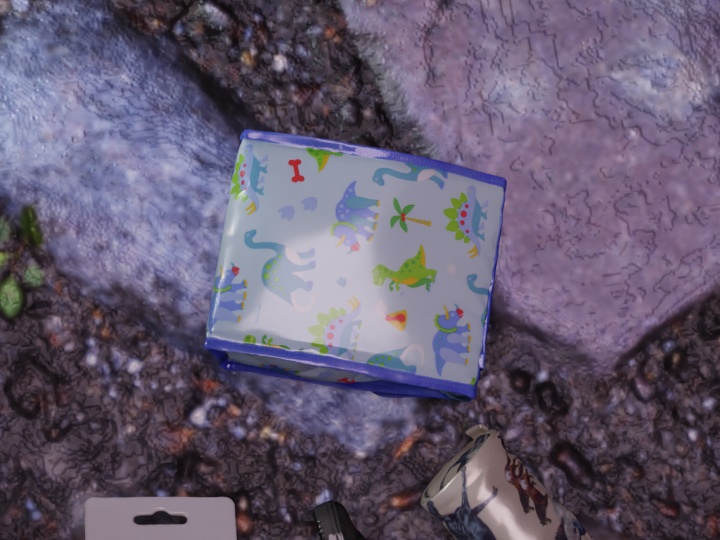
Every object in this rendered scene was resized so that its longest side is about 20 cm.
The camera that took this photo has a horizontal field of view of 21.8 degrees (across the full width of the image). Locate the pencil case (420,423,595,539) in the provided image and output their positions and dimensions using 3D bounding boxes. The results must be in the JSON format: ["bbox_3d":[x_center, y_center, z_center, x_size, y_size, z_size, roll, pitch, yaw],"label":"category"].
[{"bbox_3d":[0.135,0.203,1.370,0.200,0.078,0.089,44,41,5],"label":"pencil case"}]

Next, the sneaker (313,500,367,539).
[{"bbox_3d":[0.050,0.243,1.368,0.104,0.060,0.200,-26,90,-5],"label":"sneaker"}]

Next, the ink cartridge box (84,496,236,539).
[{"bbox_3d":[-0.141,0.260,1.317,0.116,0.068,0.200,2,49,-10],"label":"ink cartridge box"}]

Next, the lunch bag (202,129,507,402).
[{"bbox_3d":[0.000,0.000,1.370,0.199,0.127,0.171,7,80,7],"label":"lunch bag"}]
